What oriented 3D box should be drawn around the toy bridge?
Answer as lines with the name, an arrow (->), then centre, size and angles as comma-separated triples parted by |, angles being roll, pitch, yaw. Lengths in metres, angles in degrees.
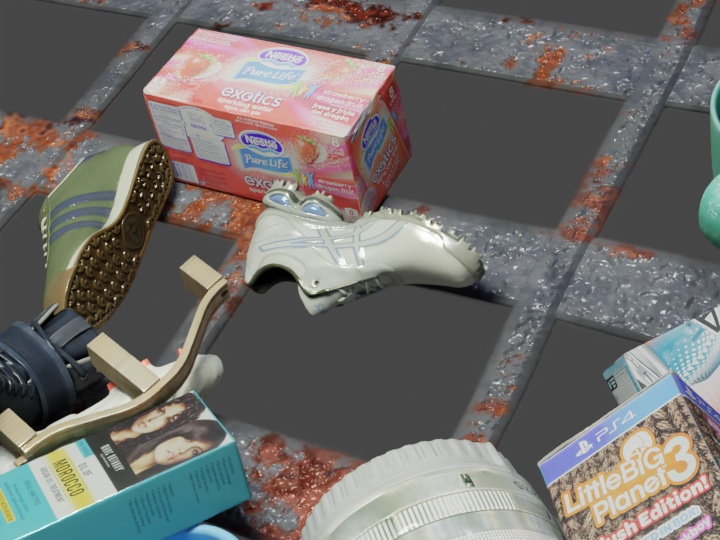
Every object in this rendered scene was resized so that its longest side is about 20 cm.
toy bridge -> -0.163, 0.072, 1.005 | 0.067, 0.027, 0.200 | 34, 60, 25

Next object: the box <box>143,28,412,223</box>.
box -> -0.069, -0.123, 1.207 | 0.199, 0.103, 0.095 | 14, 52, 26

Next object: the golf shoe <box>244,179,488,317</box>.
golf shoe -> 0.000, 0.000, 1.108 | 0.199, 0.078, 0.098 | 12, 68, 31

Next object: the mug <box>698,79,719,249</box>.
mug -> 0.321, -0.077, 1.054 | 0.184, 0.115, 0.152 | -15, 41, 1

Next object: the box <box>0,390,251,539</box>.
box -> -0.179, 0.153, 0.941 | 0.199, 0.049, 0.082 | -23, 29, -19

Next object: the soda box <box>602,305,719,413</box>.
soda box -> 0.269, 0.050, 0.969 | 0.199, 0.064, 0.069 | -25, 77, -11

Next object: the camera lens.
camera lens -> 0.060, 0.217, 0.807 | 0.159, 0.161, 0.200 | -20, 45, -6

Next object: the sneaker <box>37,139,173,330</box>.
sneaker -> -0.229, -0.026, 1.185 | 0.089, 0.067, 0.201 | -2, 47, 27

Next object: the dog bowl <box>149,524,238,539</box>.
dog bowl -> -0.103, 0.246, 0.896 | 0.111, 0.050, 0.201 | -12, 46, 2

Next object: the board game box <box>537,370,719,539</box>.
board game box -> 0.203, 0.185, 0.781 | 0.097, 0.159, 0.201 | -37, 39, 18

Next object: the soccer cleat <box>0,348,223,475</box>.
soccer cleat -> -0.179, 0.125, 1.029 | 0.199, 0.069, 0.078 | -27, 75, -21

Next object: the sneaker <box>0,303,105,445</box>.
sneaker -> -0.250, 0.062, 1.012 | 0.146, 0.203, 0.077 | -36, 75, -25
